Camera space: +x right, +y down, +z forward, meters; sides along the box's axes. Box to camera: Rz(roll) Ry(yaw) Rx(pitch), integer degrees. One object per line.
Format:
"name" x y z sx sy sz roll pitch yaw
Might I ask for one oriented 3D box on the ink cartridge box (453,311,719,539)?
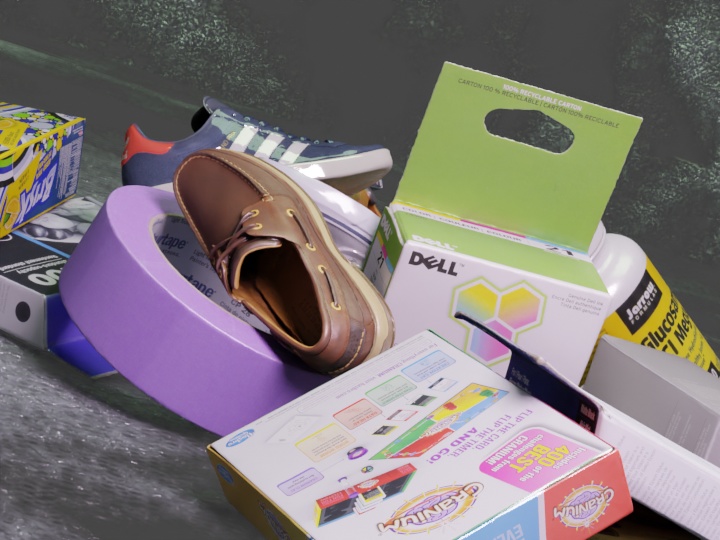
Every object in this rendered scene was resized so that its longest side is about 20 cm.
"ink cartridge box" 0.148 0.101 1.170 0.200 0.041 0.200 32 0 -12

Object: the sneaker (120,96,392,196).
"sneaker" -0.076 -0.087 1.453 0.199 0.085 0.075 -9 -17 -21

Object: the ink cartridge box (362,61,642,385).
"ink cartridge box" 0.089 -0.014 1.303 0.147 0.201 0.076 14 22 -13

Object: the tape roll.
"tape roll" -0.097 0.029 1.332 0.200 0.066 0.200 31 17 -11

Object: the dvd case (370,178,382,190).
"dvd case" -0.079 -0.064 1.610 0.145 0.022 0.200 -12 -6 18

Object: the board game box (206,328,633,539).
"board game box" 0.026 0.110 1.081 0.153 0.040 0.200 -27 27 -18

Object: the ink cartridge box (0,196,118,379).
"ink cartridge box" -0.191 0.007 1.438 0.199 0.044 0.198 24 21 30

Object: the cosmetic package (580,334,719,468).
"cosmetic package" 0.228 0.128 1.450 0.090 0.107 0.200 16 11 -19

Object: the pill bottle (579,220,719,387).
"pill bottle" 0.196 0.046 1.585 0.200 0.112 0.112 52 -5 -22

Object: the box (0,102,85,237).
"box" -0.267 -0.068 1.445 0.070 0.065 0.200 11 16 12

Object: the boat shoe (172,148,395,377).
"boat shoe" -0.058 -0.012 1.281 0.200 0.072 0.067 48 19 29

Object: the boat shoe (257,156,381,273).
"boat shoe" 0.000 0.000 1.368 0.200 0.067 0.074 32 -7 -12

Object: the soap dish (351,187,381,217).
"soap dish" 0.001 0.017 1.520 0.158 0.081 0.200 59 6 -8

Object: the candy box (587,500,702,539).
"candy box" 0.096 0.153 1.185 0.199 0.057 0.117 15 10 -31
